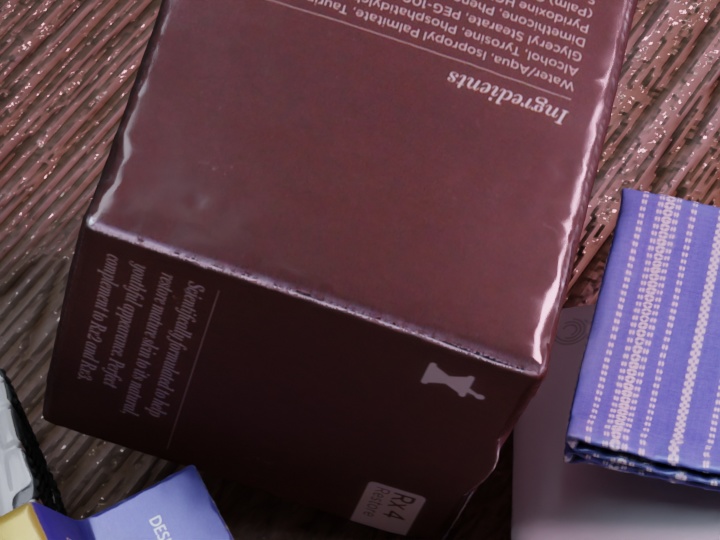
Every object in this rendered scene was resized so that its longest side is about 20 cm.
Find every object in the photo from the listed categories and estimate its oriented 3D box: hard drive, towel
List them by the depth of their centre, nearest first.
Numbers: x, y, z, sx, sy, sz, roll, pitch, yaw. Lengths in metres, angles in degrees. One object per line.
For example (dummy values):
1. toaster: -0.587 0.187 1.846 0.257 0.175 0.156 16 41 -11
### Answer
1. hard drive: 0.121 0.089 0.976 0.131 0.026 0.201 -7 44 12
2. towel: 0.182 0.033 0.979 0.199 0.024 0.145 10 45 9

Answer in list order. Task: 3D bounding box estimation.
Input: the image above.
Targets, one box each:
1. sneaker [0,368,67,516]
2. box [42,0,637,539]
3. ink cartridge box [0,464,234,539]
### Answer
1. sneaker: -0.148 0.112 1.010 0.080 0.074 0.200 -21 42 0
2. box: -0.006 -0.038 0.982 0.163 0.166 0.201 18 61 -3
3. ink cartridge box: -0.108 0.183 0.892 0.199 0.047 0.198 -30 61 -2
